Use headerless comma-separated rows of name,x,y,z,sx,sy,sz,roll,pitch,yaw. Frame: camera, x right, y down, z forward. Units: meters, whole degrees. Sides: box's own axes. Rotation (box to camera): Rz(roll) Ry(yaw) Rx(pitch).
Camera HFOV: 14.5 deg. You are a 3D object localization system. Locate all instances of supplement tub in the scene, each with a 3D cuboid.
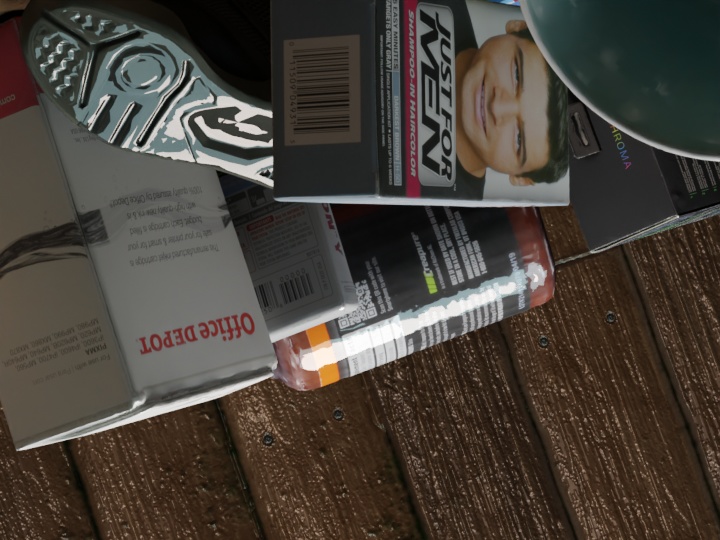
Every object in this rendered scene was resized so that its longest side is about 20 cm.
supplement tub,0.000,0.000,1.560,0.199,0.107,0.107,-20,176,-5

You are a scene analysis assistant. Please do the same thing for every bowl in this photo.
bowl,0.180,-0.164,1.345,0.200,0.201,0.105,-22,-165,30

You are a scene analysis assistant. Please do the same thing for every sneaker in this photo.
sneaker,-0.087,-0.111,1.377,0.199,0.115,0.076,16,128,-35

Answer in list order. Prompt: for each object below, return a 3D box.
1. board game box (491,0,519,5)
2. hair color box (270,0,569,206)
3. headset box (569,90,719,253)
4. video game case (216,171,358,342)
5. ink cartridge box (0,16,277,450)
board game box,0.138,-0.188,1.567,0.195,0.056,0.200,-22,176,32
hair color box,0.032,-0.081,1.365,0.060,0.100,0.200,-1,180,29
headset box,0.223,-0.120,2.090,0.200,0.175,0.093,-17,175,-46
video game case,-0.113,-0.033,1.518,0.199,0.183,0.023,-21,169,24
ink cartridge box,-0.134,-0.022,1.424,0.085,0.201,0.145,-21,176,28
